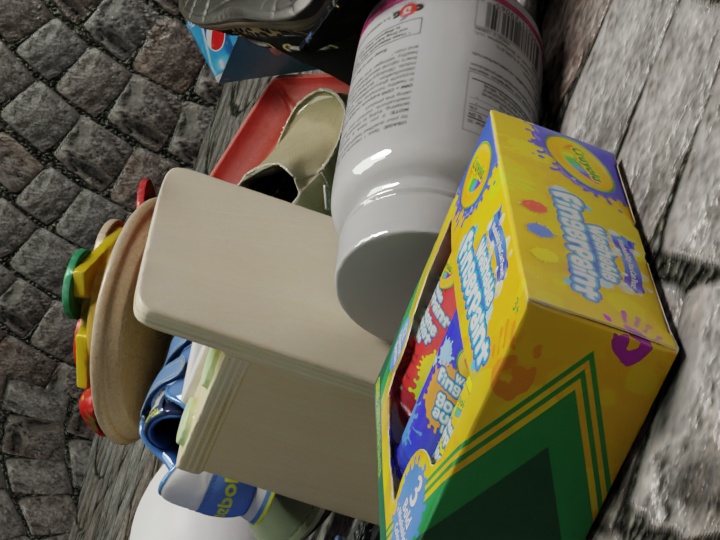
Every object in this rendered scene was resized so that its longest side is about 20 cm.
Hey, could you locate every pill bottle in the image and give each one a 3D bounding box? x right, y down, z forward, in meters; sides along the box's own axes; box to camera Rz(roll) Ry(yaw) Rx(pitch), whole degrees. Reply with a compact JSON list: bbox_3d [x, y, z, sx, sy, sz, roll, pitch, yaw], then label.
[{"bbox_3d":[0.043,-0.062,1.097,0.114,0.112,0.201,119,166,-46],"label":"pill bottle"}]

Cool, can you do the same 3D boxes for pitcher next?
[{"bbox_3d":[-0.113,0.251,1.437,0.172,0.120,0.202,98,175,-68],"label":"pitcher"}]

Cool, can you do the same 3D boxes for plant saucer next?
[{"bbox_3d":[-0.042,-0.057,1.413,0.199,0.037,0.201,4,58,49],"label":"plant saucer"}]

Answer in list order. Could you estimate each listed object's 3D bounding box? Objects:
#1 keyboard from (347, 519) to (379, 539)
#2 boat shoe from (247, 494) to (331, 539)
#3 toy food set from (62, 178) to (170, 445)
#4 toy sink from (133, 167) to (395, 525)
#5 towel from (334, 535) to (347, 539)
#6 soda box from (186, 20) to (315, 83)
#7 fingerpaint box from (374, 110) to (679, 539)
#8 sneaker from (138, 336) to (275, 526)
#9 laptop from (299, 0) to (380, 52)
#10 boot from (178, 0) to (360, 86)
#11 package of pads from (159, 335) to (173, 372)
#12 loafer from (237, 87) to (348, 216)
[{"bbox_3d":[-0.012,0.208,1.189,0.128,0.020,0.201,-84,15,-52],"label":"keyboard"},{"bbox_3d":[-0.021,0.112,1.298,0.072,0.060,0.202,46,132,27],"label":"boat shoe"},{"bbox_3d":[-0.173,0.035,1.505,0.200,0.048,0.200,-52,-32,-60],"label":"toy food set"},{"bbox_3d":[-0.042,0.048,1.114,0.131,0.198,0.113,-85,17,-51],"label":"toy sink"},{"bbox_3d":[-0.050,0.252,1.192,0.200,0.024,0.146,126,160,-64],"label":"towel"},{"bbox_3d":[-0.031,-0.204,1.525,0.064,0.199,0.068,60,143,25],"label":"soda box"},{"bbox_3d":[0.066,0.045,0.890,0.200,0.073,0.168,-91,22,-62],"label":"fingerpaint box"},{"bbox_3d":[-0.109,0.079,1.306,0.074,0.082,0.201,114,151,-42],"label":"sneaker"},{"bbox_3d":[0.042,-0.230,1.166,0.104,0.176,0.200,67,165,3],"label":"laptop"},{"bbox_3d":[-0.029,-0.170,1.346,0.199,0.150,0.074,14,78,56],"label":"boot"},{"bbox_3d":[-0.072,0.064,1.449,0.199,0.068,0.156,-8,62,52],"label":"package of pads"},{"bbox_3d":[-0.044,-0.056,1.319,0.075,0.068,0.201,-18,42,34],"label":"loafer"}]
